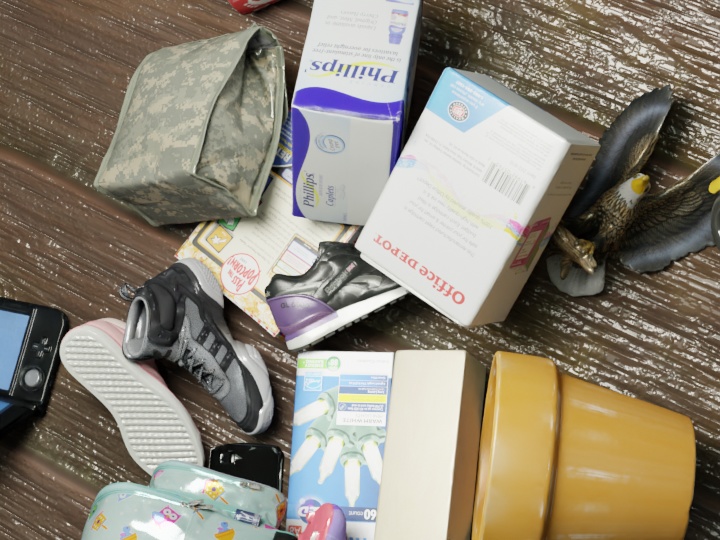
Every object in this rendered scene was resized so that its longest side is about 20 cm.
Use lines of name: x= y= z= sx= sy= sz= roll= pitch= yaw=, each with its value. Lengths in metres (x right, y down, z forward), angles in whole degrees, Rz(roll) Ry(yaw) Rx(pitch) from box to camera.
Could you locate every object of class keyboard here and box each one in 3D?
keyboard: x=-0.136 y=0.275 z=1.529 sx=0.104 sy=0.040 sz=0.200 roll=6 pitch=75 yaw=-6

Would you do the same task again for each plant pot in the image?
plant pot: x=0.203 y=0.183 z=1.371 sx=0.183 sy=0.200 sz=0.200 roll=7 pitch=77 yaw=3

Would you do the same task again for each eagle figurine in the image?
eagle figurine: x=0.264 y=-0.069 z=1.460 sx=0.200 sy=0.151 sz=0.152 roll=-33 pitch=111 yaw=-24

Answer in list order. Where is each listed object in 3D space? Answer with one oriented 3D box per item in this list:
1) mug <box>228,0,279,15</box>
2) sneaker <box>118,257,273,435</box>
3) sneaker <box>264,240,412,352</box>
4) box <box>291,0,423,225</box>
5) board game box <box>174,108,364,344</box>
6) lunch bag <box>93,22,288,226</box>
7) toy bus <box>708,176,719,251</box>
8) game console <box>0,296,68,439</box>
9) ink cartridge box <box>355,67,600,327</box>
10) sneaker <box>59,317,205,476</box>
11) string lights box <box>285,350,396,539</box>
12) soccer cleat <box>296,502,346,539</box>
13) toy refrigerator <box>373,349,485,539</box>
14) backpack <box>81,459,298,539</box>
mug: x=-0.059 y=-0.373 z=1.640 sx=0.200 sy=0.178 sz=0.134 roll=-24 pitch=107 yaw=14
sneaker: x=-0.174 y=0.088 z=1.524 sx=0.075 sy=0.114 sz=0.200 roll=-39 pitch=75 yaw=46
sneaker: x=0.000 y=0.000 z=1.505 sx=0.200 sy=0.076 sz=0.088 roll=-27 pitch=93 yaw=-6
box: x=-0.002 y=-0.176 z=1.485 sx=0.105 sy=0.184 sz=0.200 roll=9 pitch=58 yaw=3
board game box: x=-0.077 y=-0.047 z=1.581 sx=0.151 sy=0.046 sz=0.200 roll=38 pitch=89 yaw=21
lunch bag: x=-0.167 y=-0.157 z=1.574 sx=0.164 sy=0.118 sz=0.200 roll=-4 pitch=62 yaw=41
toy bus: x=0.425 y=-0.034 z=1.334 sx=0.136 sy=0.192 sz=0.200 roll=-9 pitch=72 yaw=-18
game console: x=-0.442 y=0.100 z=1.615 sx=0.200 sy=0.116 sz=0.176 roll=11 pitch=79 yaw=18
ink cartridge box: x=0.107 y=-0.067 z=1.405 sx=0.144 sy=0.085 sz=0.200 roll=36 pitch=108 yaw=24
sneaker: x=-0.226 y=0.129 z=1.569 sx=0.075 sy=0.105 sz=0.200 roll=-38 pitch=95 yaw=12
string lights box: x=-0.013 y=0.183 z=1.494 sx=0.103 sy=0.059 sz=0.200 roll=0 pitch=77 yaw=15
soccer cleat: x=-0.036 y=0.312 z=1.432 sx=0.076 sy=0.067 sz=0.200 roll=13 pitch=108 yaw=-12
toy refrigerator: x=0.070 y=0.182 z=1.454 sx=0.076 sy=0.070 sz=0.200 roll=-2 pitch=70 yaw=25
backpack: x=-0.168 y=0.269 z=1.418 sx=0.200 sy=0.176 sz=0.153 roll=12 pitch=60 yaw=-7
